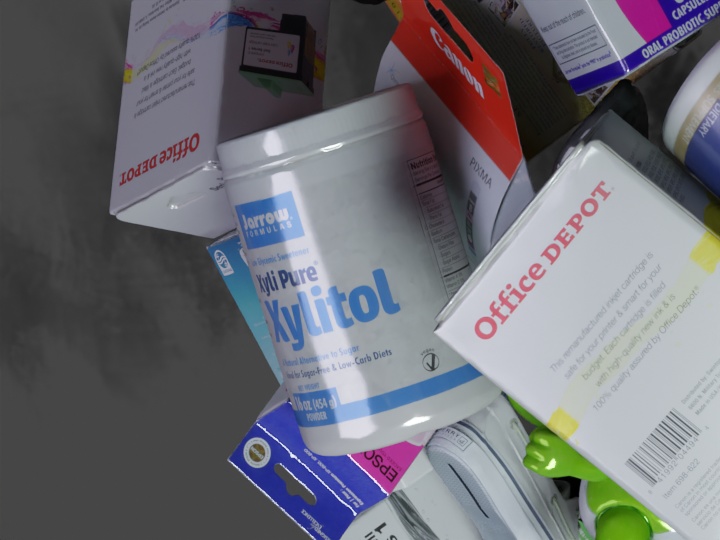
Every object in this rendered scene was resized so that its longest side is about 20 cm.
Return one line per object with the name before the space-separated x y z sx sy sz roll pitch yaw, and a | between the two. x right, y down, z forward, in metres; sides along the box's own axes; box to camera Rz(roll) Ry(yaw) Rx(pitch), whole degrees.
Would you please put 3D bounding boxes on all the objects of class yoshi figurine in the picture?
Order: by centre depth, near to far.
yoshi figurine | 0.140 0.116 1.574 0.112 0.111 0.202 -176 78 -66

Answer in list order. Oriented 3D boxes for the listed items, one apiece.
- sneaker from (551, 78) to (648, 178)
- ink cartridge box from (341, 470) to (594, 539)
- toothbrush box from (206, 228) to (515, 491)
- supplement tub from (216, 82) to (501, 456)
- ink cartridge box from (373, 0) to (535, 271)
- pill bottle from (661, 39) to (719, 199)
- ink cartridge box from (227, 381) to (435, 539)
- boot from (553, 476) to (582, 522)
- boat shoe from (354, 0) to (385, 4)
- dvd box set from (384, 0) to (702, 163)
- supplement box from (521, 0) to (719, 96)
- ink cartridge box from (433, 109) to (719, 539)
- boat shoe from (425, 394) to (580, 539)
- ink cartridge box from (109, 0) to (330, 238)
sneaker | 0.176 -0.033 1.536 0.115 0.076 0.200 37 163 14
ink cartridge box | 0.056 0.214 1.771 0.146 0.200 0.084 54 148 3
toothbrush box | 0.014 0.031 1.732 0.085 0.146 0.201 -20 101 56
supplement tub | 0.000 0.000 1.560 0.132 0.131 0.201 -12 97 54
ink cartridge box | 0.053 -0.082 1.579 0.163 0.057 0.201 53 172 43
pill bottle | 0.268 -0.045 1.383 0.200 0.111 0.111 45 144 18
ink cartridge box | 0.009 0.074 1.652 0.095 0.200 0.037 43 158 -15
boot | 0.181 0.119 1.654 0.166 0.072 0.201 29 140 33
boat shoe | 0.002 -0.272 1.578 0.093 0.074 0.201 51 137 46
dvd box set | 0.106 -0.157 1.567 0.147 0.029 0.200 56 145 3
supplement box | 0.122 -0.212 1.416 0.201 0.101 0.103 59 169 -3
ink cartridge box | 0.163 0.032 1.407 0.200 0.083 0.145 39 110 -1
boat shoe | 0.119 0.166 1.693 0.073 0.067 0.201 15 143 51
ink cartridge box | -0.090 -0.136 1.693 0.145 0.084 0.202 -22 59 55
